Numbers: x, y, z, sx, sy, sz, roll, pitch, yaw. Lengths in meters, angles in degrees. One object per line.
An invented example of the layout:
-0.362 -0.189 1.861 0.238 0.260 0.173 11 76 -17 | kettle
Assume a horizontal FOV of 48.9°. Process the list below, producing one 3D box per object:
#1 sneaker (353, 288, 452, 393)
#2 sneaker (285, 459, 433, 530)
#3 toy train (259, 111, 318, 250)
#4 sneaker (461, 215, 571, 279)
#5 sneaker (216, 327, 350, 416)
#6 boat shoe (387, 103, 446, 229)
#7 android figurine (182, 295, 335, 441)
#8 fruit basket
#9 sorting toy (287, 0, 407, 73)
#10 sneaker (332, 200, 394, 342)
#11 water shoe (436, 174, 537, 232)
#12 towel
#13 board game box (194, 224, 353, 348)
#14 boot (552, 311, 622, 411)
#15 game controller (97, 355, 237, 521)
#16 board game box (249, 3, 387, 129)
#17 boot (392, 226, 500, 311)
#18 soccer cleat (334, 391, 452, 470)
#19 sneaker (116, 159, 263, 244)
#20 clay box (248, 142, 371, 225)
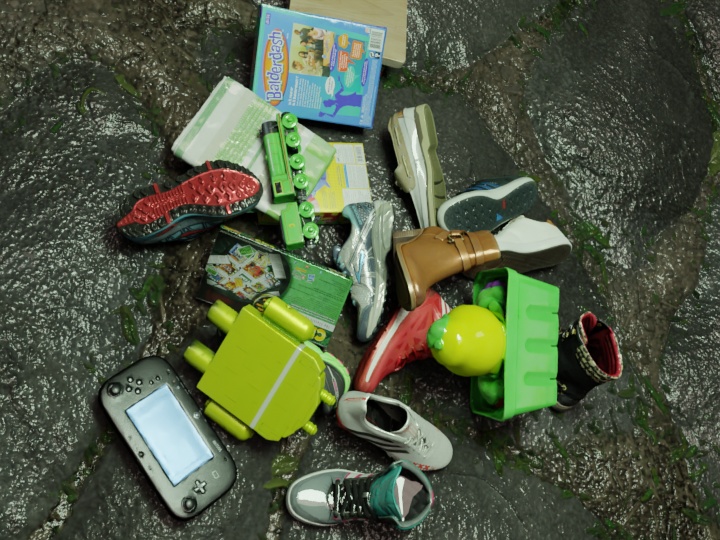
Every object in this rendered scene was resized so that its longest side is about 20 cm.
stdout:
0.079 0.113 1.126 0.114 0.078 0.202 35 63 -2 | sneaker
0.010 0.288 1.006 0.195 0.121 0.086 4 68 -18 | sneaker
-0.099 -0.124 1.093 0.055 0.042 0.205 -10 75 -6 | toy train
0.232 -0.039 1.258 0.195 0.074 0.086 -8 49 -21 | sneaker
-0.106 0.125 1.053 0.197 0.077 0.085 30 58 -6 | sneaker
0.089 -0.151 1.237 0.067 0.074 0.206 -8 87 23 | boat shoe
-0.125 0.130 1.008 0.197 0.041 0.185 32 99 4 | android figurine
0.171 0.100 1.096 0.209 0.155 0.222 1 86 -13 | fruit basket
-0.025 -0.429 1.302 0.195 0.070 0.204 10 67 -16 | sorting toy
0.000 0.000 1.141 0.084 0.078 0.206 5 83 2 | sneaker
0.190 -0.103 1.258 0.196 0.078 0.073 -16 115 -28 | water shoe
-0.150 -0.168 1.130 0.198 0.031 0.151 33 68 -2 | towel
-0.117 0.023 1.086 0.196 0.023 0.107 22 99 -11 | board game box
0.297 0.096 1.171 0.072 0.151 0.204 -14 74 -24 | boot
-0.240 0.206 0.990 0.103 0.042 0.202 -33 84 -28 | game controller
-0.067 -0.308 1.207 0.195 0.045 0.156 5 105 -18 | board game box
0.122 -0.013 1.113 0.150 0.075 0.201 -3 29 1 | boot
0.056 0.215 1.058 0.198 0.085 0.070 31 60 -23 | soccer cleat
-0.227 -0.088 1.073 0.195 0.096 0.081 -15 77 -8 | sneaker
-0.085 -0.129 1.175 0.195 0.048 0.118 -2 70 -19 | clay box
